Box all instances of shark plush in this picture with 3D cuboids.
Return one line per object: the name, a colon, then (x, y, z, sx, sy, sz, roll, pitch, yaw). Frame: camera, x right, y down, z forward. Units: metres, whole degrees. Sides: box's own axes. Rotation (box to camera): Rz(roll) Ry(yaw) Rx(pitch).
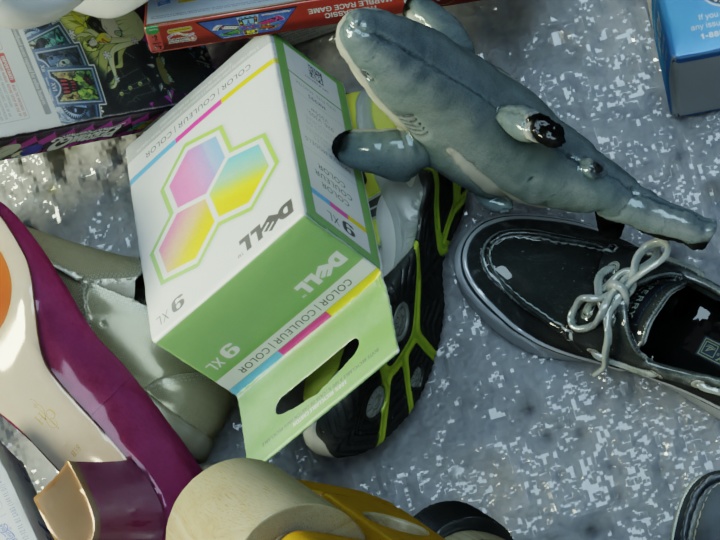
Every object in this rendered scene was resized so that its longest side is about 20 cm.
shark plush: (0.070, -0.055, 1.269, 0.200, 0.083, 0.091, 40, 75, -2)

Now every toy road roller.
toy road roller: (0.003, 0.179, 1.231, 0.199, 0.123, 0.147, 16, 94, -27)

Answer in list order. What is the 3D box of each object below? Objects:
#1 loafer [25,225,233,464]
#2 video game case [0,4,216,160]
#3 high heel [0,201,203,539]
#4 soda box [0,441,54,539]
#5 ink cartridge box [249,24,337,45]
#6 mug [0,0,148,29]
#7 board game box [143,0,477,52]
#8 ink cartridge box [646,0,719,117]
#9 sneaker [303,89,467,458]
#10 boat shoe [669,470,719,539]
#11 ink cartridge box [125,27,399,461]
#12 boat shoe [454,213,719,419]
loafer: (-0.139, 0.016, 1.362, 0.200, 0.076, 0.068, 39, 80, 9)
video game case: (-0.179, -0.156, 1.367, 0.181, 0.036, 0.201, -15, 77, -41)
high heel: (-0.134, 0.053, 1.306, 0.067, 0.096, 0.201, -37, 64, 33)
soda box: (-0.155, 0.178, 1.263, 0.063, 0.068, 0.201, -27, 70, -1)
ink cartridge box: (0.010, -0.228, 1.432, 0.199, 0.045, 0.177, -20, 71, 1)
mug: (-0.157, -0.196, 1.280, 0.147, 0.175, 0.200, -26, 27, 39)
board game box: (-0.008, -0.162, 1.357, 0.199, 0.020, 0.103, -8, 44, 6)
ink cartridge box: (0.208, -0.195, 1.370, 0.145, 0.086, 0.201, -11, 72, 5)
sneaker: (0.000, 0.000, 1.351, 0.076, 0.075, 0.201, 6, 64, 22)
boat shoe: (0.178, 0.186, 1.260, 0.074, 0.062, 0.201, -3, 71, 10)
ink cartridge box: (-0.050, -0.013, 1.298, 0.104, 0.059, 0.201, -39, 37, 23)
boat shoe: (0.135, 0.022, 1.317, 0.199, 0.068, 0.074, 30, 78, 16)
